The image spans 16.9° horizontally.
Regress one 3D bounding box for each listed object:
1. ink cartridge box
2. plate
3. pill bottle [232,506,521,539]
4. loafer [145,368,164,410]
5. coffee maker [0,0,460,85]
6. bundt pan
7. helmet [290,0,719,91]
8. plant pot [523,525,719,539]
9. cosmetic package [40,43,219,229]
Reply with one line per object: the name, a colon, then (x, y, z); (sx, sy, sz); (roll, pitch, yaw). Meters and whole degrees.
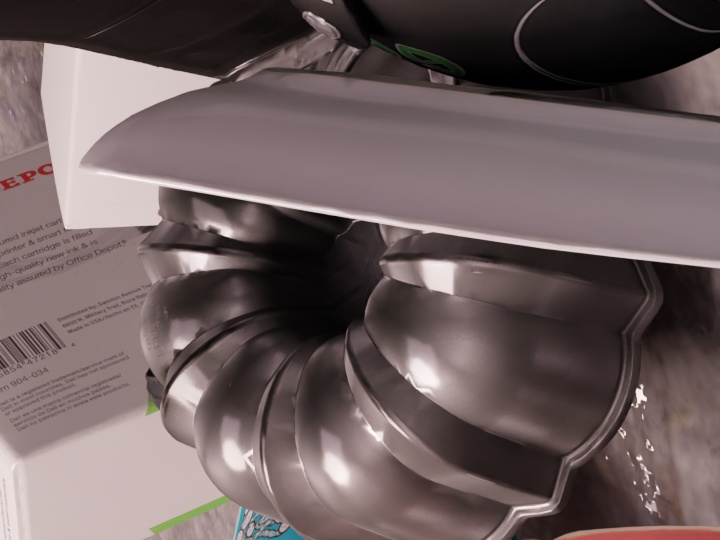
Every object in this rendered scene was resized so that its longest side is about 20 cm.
ink cartridge box: (-0.144, 0.036, 1.145); (0.200, 0.145, 0.084); (44, 145, 40)
plate: (0.060, -0.027, 0.610); (0.199, 0.199, 0.032); (9, 96, 22)
pill bottle: (0.001, 0.132, 0.904); (0.111, 0.110, 0.200); (103, 178, -48)
loafer: (-0.028, 0.007, 0.957); (0.070, 0.068, 0.200); (47, 139, -12)
coffee maker: (-0.064, -0.117, 0.687); (0.192, 0.200, 0.135); (40, 107, 16)
bundt pan: (0.000, 0.000, 0.823); (0.201, 0.076, 0.203); (-10, 74, 38)
helmet: (0.053, -0.144, 0.593); (0.199, 0.191, 0.201); (2, 94, 29)
plant pot: (0.099, 0.178, 0.732); (0.200, 0.200, 0.178); (142, 132, -62)
cosmetic package: (-0.061, -0.114, 0.912); (0.200, 0.107, 0.085); (99, 162, -45)
